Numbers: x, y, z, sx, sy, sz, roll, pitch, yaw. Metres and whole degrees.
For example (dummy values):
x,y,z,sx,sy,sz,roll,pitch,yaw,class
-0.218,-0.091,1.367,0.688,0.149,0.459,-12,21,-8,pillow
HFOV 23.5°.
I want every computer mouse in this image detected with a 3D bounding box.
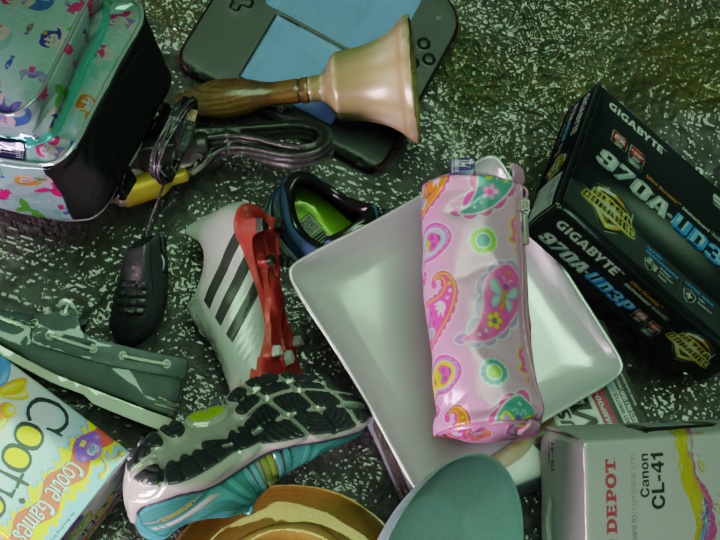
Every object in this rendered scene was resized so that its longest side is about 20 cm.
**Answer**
x,y,z,sx,sy,sz,roll,pitch,yaw,class
-0.151,-0.035,1.330,0.034,0.059,0.202,19,102,16,computer mouse

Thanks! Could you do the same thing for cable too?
x,y,z,sx,sy,sz,roll,pitch,yaw,class
-0.122,-0.094,1.396,0.198,0.051,0.098,-6,36,-6,cable

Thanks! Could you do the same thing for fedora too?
x,y,z,sx,sy,sz,roll,pitch,yaw,class
-0.048,0.239,1.263,0.198,0.082,0.203,3,68,-9,fedora

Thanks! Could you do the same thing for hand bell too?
x,y,z,sx,sy,sz,roll,pitch,yaw,class
-0.053,-0.148,1.412,0.198,0.104,0.105,-5,68,5,hand bell

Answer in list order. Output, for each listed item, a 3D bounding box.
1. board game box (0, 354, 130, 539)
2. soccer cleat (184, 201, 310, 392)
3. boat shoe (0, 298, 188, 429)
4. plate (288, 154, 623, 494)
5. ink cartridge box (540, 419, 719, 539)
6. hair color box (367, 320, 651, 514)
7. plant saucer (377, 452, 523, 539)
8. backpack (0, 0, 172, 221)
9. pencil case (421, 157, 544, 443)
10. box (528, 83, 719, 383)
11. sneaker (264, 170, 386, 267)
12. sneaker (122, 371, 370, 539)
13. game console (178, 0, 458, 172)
x,y,z,sx,sy,sz,roll,pitch,yaw,class
-0.276,0.126,1.260,0.199,0.103,0.105,35,67,6,board game box
-0.093,0.048,1.349,0.084,0.068,0.202,-10,84,27,soccer cleat
-0.223,0.055,1.310,0.198,0.073,0.062,27,84,-6,boat shoe
0.072,0.041,1.317,0.198,0.032,0.201,-29,83,-20,plate
0.242,0.190,1.300,0.198,0.086,0.150,-2,91,-18,ink cartridge box
0.117,0.123,1.351,0.198,0.061,0.100,-19,72,-16,hair color box
0.050,0.226,1.250,0.038,0.202,0.202,13,60,35,plant saucer
-0.270,-0.139,1.335,0.198,0.151,0.179,5,56,27,backpack
0.088,0.024,1.263,0.086,0.087,0.202,0,75,-9,pencil case
0.231,-0.030,1.382,0.200,0.046,0.160,40,44,-13,box
0.000,0.000,1.366,0.200,0.089,0.079,43,69,9,sneaker
-0.085,0.135,1.267,0.198,0.080,0.078,-19,43,-26,sneaker
-0.031,-0.198,1.474,0.199,0.031,0.178,28,66,3,game console
